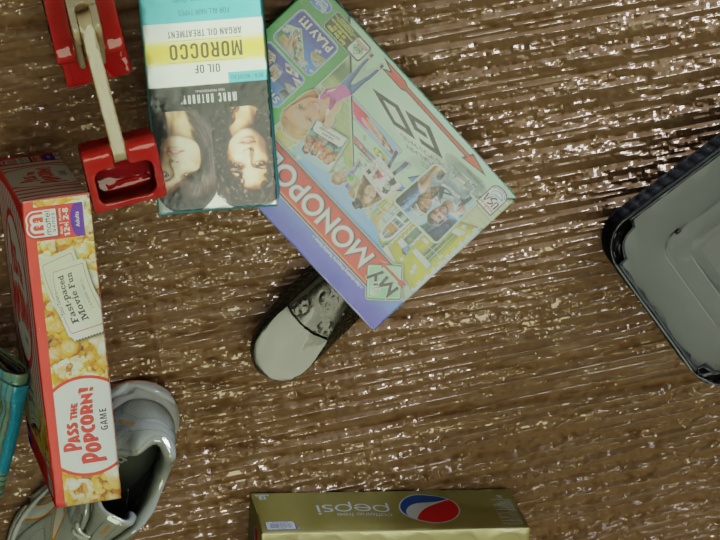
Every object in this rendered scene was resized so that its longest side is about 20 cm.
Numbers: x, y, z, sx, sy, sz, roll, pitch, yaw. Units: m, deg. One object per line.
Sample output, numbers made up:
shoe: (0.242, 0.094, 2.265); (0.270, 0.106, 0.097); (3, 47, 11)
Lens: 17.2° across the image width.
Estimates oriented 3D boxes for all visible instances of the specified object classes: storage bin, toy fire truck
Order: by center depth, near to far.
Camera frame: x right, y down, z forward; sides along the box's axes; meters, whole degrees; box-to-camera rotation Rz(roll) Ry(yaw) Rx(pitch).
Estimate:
toy fire truck: (-0.174, -0.152, 1.510); (0.048, 0.141, 0.201); (-14, 114, -5)
storage bin: (0.280, -0.029, 1.655); (0.200, 0.094, 0.135); (-36, 93, 5)

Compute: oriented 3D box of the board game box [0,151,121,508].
board game box: (-0.197, 0.035, 1.559); (0.046, 0.151, 0.201); (-8, 104, -13)

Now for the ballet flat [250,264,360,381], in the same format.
ballet flat: (0.000, 0.000, 1.664); (0.067, 0.046, 0.200); (44, 92, -7)

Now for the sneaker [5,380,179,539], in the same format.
sneaker: (-0.190, 0.175, 1.663); (0.075, 0.092, 0.201); (24, 105, -18)

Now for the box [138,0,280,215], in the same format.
box: (-0.101, -0.141, 1.555); (0.082, 0.049, 0.201); (-5, 101, 0)

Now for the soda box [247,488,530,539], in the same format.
soda box: (0.019, 0.204, 1.733); (0.199, 0.064, 0.068); (0, 111, -11)

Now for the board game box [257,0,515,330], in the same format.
board game box: (-0.010, -0.078, 1.609); (0.135, 0.029, 0.200); (-43, 99, 6)

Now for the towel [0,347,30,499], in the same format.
towel: (-0.289, 0.126, 1.605); (0.022, 0.146, 0.201); (-3, 117, -47)
